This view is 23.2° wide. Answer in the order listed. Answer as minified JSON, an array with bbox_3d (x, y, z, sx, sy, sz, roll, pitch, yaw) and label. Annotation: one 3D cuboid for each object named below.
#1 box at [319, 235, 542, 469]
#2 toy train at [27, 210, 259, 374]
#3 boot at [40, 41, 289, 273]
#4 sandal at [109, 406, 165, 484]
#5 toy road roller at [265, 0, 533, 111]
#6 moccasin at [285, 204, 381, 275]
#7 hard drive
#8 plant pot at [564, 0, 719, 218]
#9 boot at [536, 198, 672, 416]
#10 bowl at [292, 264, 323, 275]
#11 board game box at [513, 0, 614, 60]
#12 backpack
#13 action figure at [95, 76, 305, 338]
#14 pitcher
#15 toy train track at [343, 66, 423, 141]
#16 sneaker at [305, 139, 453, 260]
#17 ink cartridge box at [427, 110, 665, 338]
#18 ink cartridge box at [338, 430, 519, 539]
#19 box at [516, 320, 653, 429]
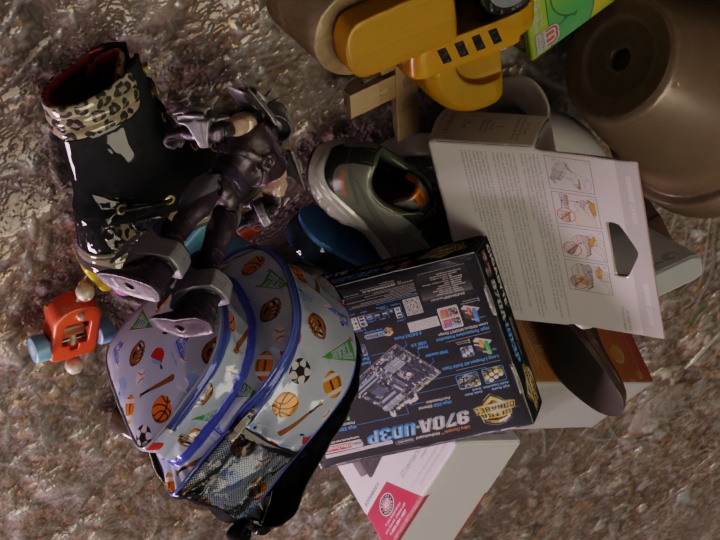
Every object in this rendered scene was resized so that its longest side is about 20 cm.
[{"bbox_3d":[0.034,0.070,1.470,0.199,0.046,0.159,-15,106,20],"label":"box"},{"bbox_3d":[-0.179,0.001,1.420,0.199,0.056,0.151,-19,146,-24],"label":"toy train"},{"bbox_3d":[-0.143,-0.107,1.307,0.203,0.073,0.154,-38,135,-29],"label":"boot"},{"bbox_3d":[-0.160,0.180,1.601,0.200,0.082,0.055,35,78,-51],"label":"sandal"},{"bbox_3d":[0.038,-0.184,1.319,0.199,0.123,0.146,-23,132,-20],"label":"toy road roller"},{"bbox_3d":[0.000,0.000,1.551,0.068,0.081,0.200,-38,144,25],"label":"moccasin"},{"bbox_3d":[0.199,-0.016,1.609,0.132,0.200,0.027,-23,121,-20],"label":"hard drive"},{"bbox_3d":[0.267,-0.159,1.511,0.174,0.200,0.200,16,119,-46],"label":"plant pot"},{"bbox_3d":[0.251,0.022,1.688,0.200,0.187,0.064,-29,169,-34],"label":"boot"},{"bbox_3d":[-0.080,0.100,1.580,0.200,0.094,0.201,-25,143,-20],"label":"bowl"},{"bbox_3d":[0.196,-0.270,1.428,0.200,0.048,0.102,-37,145,-13],"label":"board game box"},{"bbox_3d":[-0.099,0.075,1.385,0.190,0.200,0.154,-44,134,10],"label":"backpack"},{"bbox_3d":[-0.105,-0.054,1.273,0.130,0.069,0.200,51,55,-37],"label":"action figure"},{"bbox_3d":[0.122,-0.088,1.542,0.171,0.122,0.200,-8,160,25],"label":"pitcher"},{"bbox_3d":[0.063,-0.180,1.451,0.200,0.033,0.115,-27,137,-25],"label":"toy train track"},{"bbox_3d":[0.043,-0.044,1.483,0.200,0.079,0.074,34,63,-36],"label":"sneaker"},{"bbox_3d":[0.158,-0.036,1.428,0.200,0.176,0.045,73,34,-42],"label":"ink cartridge box"},{"bbox_3d":[0.040,0.140,1.642,0.083,0.200,0.146,3,129,-38],"label":"ink cartridge box"},{"bbox_3d":[0.175,0.082,1.742,0.200,0.125,0.097,3,146,-44],"label":"box"}]
